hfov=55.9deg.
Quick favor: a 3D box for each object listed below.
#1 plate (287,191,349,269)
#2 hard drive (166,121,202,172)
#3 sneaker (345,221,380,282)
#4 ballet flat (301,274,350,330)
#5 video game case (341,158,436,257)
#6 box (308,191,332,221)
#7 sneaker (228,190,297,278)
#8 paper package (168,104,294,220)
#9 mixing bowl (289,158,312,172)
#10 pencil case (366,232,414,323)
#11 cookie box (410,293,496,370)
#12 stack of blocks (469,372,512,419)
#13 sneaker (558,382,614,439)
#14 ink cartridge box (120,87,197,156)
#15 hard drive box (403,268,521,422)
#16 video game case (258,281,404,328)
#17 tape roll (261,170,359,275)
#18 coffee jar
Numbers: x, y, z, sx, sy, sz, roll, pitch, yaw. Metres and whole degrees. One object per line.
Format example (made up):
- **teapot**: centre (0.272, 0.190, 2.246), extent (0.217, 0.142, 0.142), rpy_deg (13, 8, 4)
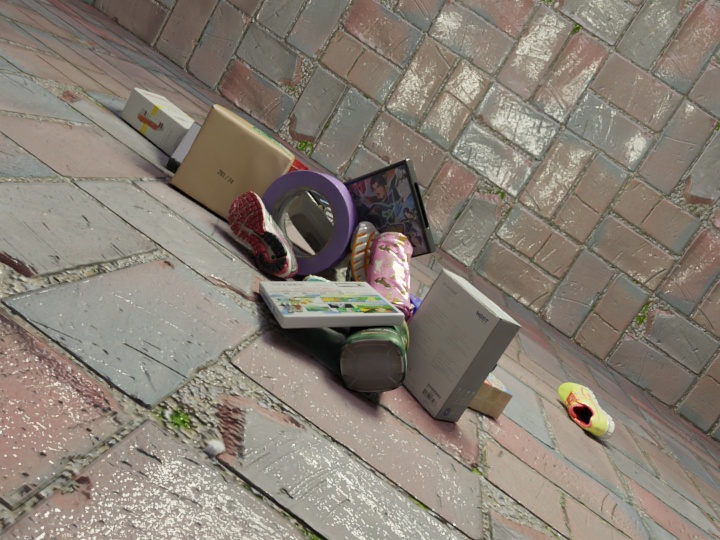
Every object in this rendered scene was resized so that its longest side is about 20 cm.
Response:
- **plate**: centre (-0.091, -0.075, 1.513), extent (0.201, 0.032, 0.199), rpy_deg (52, -15, -11)
- **hard drive**: centre (-0.326, -0.238, 1.560), extent (0.197, 0.033, 0.142), rpy_deg (31, 51, -13)
- **sneaker**: centre (0.000, 0.000, 1.369), extent (0.077, 0.206, 0.077), rpy_deg (-11, 22, -31)
- **ballet flat**: centre (-0.037, 0.075, 1.240), extent (0.198, 0.073, 0.072), rpy_deg (31, 11, -25)
- **video game case**: centre (0.045, -0.106, 1.361), extent (0.197, 0.186, 0.025), rpy_deg (-13, 4, 42)
- **box**: centre (-0.083, -0.182, 2.187), extent (0.197, 0.050, 0.199), rpy_deg (26, 13, -35)
- **sneaker**: centre (-0.189, -0.064, 1.307), extent (0.202, 0.080, 0.075), rpy_deg (59, 10, 23)
- **paper package**: centre (-0.264, -0.214, 1.425), extent (0.197, 0.193, 0.104), rpy_deg (33, 11, -8)
- **mixing bowl**: centre (-0.238, -0.287, 2.018), extent (0.198, 0.110, 0.200), rpy_deg (33, 12, -8)
- **pencil case**: centre (0.054, 0.018, 1.249), extent (0.085, 0.083, 0.203), rpy_deg (23, 41, -17)
- **cookie box**: centre (0.179, 0.151, 1.473), extent (0.197, 0.076, 0.172), rpy_deg (30, 11, -17)
- **stack of blocks**: centre (0.189, 0.204, 1.322), extent (0.197, 0.059, 0.115), rpy_deg (28, 12, -28)
- **sneaker**: centre (0.570, 0.352, 1.764), extent (0.089, 0.080, 0.200), rpy_deg (19, 15, -27)
- **ink cartridge box**: centre (-0.471, -0.353, 1.686), extent (0.198, 0.084, 0.145), rpy_deg (38, 13, 15)
- **hard drive box**: centre (0.154, 0.129, 1.171), extent (0.076, 0.203, 0.156), rpy_deg (20, 17, -46)
- **video game case**: centre (-0.052, 0.052, 1.092), extent (0.195, 0.023, 0.182), rpy_deg (1, 15, -20)
- **tape roll**: centre (-0.105, -0.096, 1.365), extent (0.198, 0.203, 0.085), rpy_deg (34, 11, 8)
- **coffee jar**: centre (0.026, 0.122, 1.082), extent (0.101, 0.088, 0.200), rpy_deg (-3, 9, 6)
